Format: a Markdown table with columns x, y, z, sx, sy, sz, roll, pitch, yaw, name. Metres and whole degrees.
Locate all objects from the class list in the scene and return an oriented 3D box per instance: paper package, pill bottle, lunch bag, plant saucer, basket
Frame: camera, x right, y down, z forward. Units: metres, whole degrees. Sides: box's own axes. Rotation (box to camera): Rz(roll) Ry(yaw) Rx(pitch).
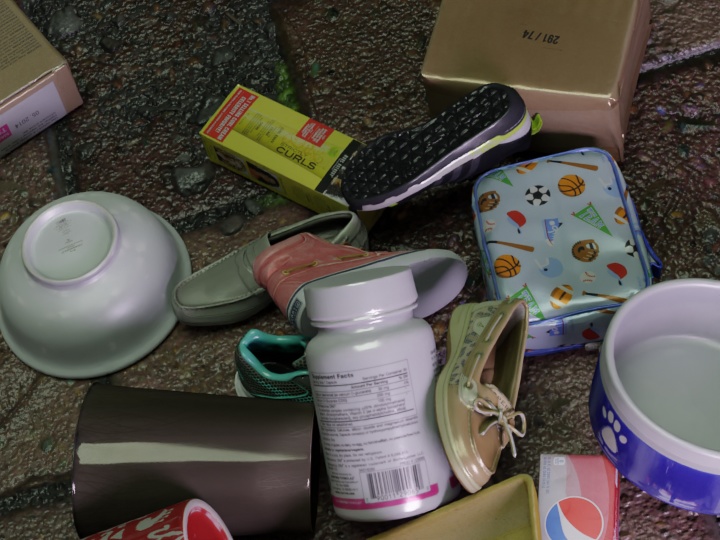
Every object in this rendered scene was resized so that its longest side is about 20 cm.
| x | y | z | sx | sy | sz | roll | pitch | yaw | name |
| --- | --- | --- | --- | --- | --- | --- | --- | --- | --- |
| 0.177 | -0.217 | 1.849 | 0.198 | 0.104 | 0.192 | 7 | 57 | 17 | paper package |
| 0.015 | 0.103 | 1.603 | 0.112 | 0.113 | 0.202 | -10 | 95 | 5 | pill bottle |
| 0.191 | -0.015 | 1.732 | 0.159 | 0.076 | 0.201 | -11 | 55 | 1 | lunch bag |
| 0.082 | 0.291 | 1.528 | 0.199 | 0.048 | 0.201 | -28 | 49 | 33 | plant saucer |
| -0.137 | 0.169 | 1.640 | 0.198 | 0.180 | 0.137 | 1 | 97 | 2 | basket |

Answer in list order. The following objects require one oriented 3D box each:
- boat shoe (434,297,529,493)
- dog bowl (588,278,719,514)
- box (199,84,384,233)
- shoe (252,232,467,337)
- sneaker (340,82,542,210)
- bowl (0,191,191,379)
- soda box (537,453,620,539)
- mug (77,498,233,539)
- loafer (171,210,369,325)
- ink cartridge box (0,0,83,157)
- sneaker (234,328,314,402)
| x | y | z | sx | sy | sz | roll | pitch | yaw | name |
| --- | --- | --- | --- | --- | --- | --- | --- | --- | --- |
| 0.107 | 0.098 | 1.589 | 0.062 | 0.073 | 0.201 | -17 | 42 | 23 | boat shoe |
| 0.296 | 0.105 | 1.592 | 0.198 | 0.079 | 0.201 | 5 | 46 | -5 | dog bowl |
| -0.059 | -0.111 | 1.859 | 0.199 | 0.050 | 0.075 | 28 | 67 | 26 | box |
| 0.000 | 0.000 | 1.730 | 0.199 | 0.072 | 0.091 | -12 | 40 | -34 | shoe |
| 0.080 | -0.099 | 1.773 | 0.199 | 0.083 | 0.072 | -26 | 52 | 10 | sneaker |
| -0.268 | -0.004 | 1.808 | 0.199 | 0.091 | 0.202 | -5 | 57 | 7 | bowl |
| 0.179 | 0.255 | 1.563 | 0.069 | 0.064 | 0.201 | -1 | 57 | 11 | soda box |
| -0.194 | 0.292 | 1.561 | 0.199 | 0.178 | 0.134 | -25 | 19 | 14 | mug |
| -0.089 | -0.007 | 1.783 | 0.199 | 0.070 | 0.070 | -23 | 55 | -6 | loafer |
| -0.418 | -0.190 | 1.969 | 0.199 | 0.075 | 0.165 | -34 | 59 | -12 | ink cartridge box |
| -0.029 | 0.101 | 1.689 | 0.198 | 0.091 | 0.078 | 8 | 60 | 16 | sneaker |
